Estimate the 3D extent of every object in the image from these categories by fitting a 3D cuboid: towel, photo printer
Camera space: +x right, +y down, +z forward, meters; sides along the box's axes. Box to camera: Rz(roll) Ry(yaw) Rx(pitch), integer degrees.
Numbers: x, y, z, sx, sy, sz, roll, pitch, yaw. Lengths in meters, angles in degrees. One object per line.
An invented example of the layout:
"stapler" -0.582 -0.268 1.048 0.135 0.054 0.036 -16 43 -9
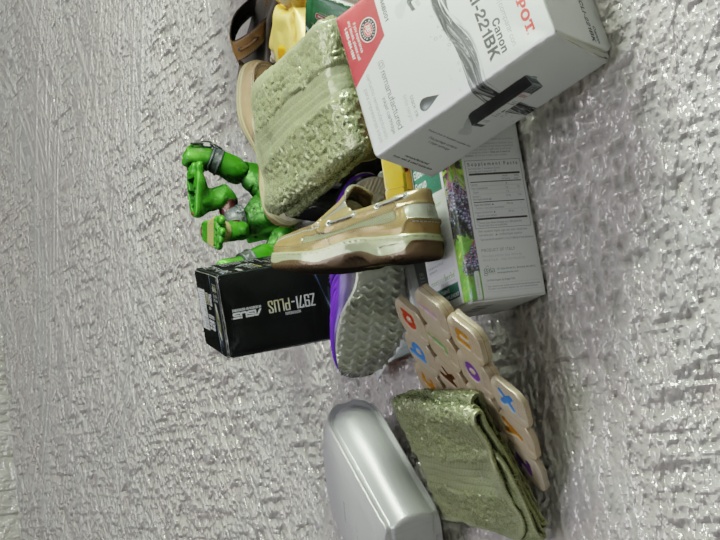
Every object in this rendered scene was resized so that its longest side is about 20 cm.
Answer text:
"towel" 0.094 0.175 1.533 0.149 0.036 0.200 64 162 -8
"photo printer" 0.019 0.242 1.711 0.200 0.069 0.168 -122 22 -47
"towel" -0.053 -0.144 1.613 0.200 0.036 0.150 -31 67 57

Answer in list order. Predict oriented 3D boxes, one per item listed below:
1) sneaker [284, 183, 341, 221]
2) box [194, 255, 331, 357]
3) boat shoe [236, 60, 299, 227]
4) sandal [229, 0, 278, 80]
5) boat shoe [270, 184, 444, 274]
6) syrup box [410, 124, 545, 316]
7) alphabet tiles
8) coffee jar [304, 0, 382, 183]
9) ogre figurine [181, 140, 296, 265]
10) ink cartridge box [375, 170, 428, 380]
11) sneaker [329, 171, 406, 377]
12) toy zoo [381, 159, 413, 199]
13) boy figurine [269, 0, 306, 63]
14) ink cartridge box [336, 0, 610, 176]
"sneaker" -0.042 -0.094 1.784 0.200 0.073 0.090 -157 77 -80
"box" -0.081 0.030 1.763 0.200 0.162 0.087 -172 72 -77
"boat shoe" -0.090 -0.155 1.929 0.064 0.071 0.202 -29 72 53
"sandal" -0.126 -0.289 1.994 0.201 0.054 0.082 109 147 -42
"boat shoe" -0.003 -0.039 1.514 0.199 0.071 0.077 -7 84 40
"syrup box" 0.099 -0.065 1.496 0.079 0.081 0.202 -27 70 63
"alphabet tiles" 0.100 0.106 1.488 0.195 0.015 0.201 38 155 47
"coffee jar" -0.012 -0.188 1.684 0.104 0.085 0.202 24 122 29
"ogre figurine" -0.136 -0.070 1.976 0.200 0.119 0.099 53 136 48
"ink cartridge box" 0.039 0.008 1.709 0.200 0.050 0.164 114 145 -68
"sneaker" 0.001 0.000 1.629 0.099 0.069 0.202 -142 55 -67
"toy zoo" 0.045 -0.127 1.576 0.131 0.020 0.202 15 -114 -69
"boy figurine" -0.072 -0.241 1.806 0.124 0.064 0.202 -138 45 -61
"ink cartridge box" 0.091 -0.194 1.390 0.199 0.083 0.146 -32 61 31
